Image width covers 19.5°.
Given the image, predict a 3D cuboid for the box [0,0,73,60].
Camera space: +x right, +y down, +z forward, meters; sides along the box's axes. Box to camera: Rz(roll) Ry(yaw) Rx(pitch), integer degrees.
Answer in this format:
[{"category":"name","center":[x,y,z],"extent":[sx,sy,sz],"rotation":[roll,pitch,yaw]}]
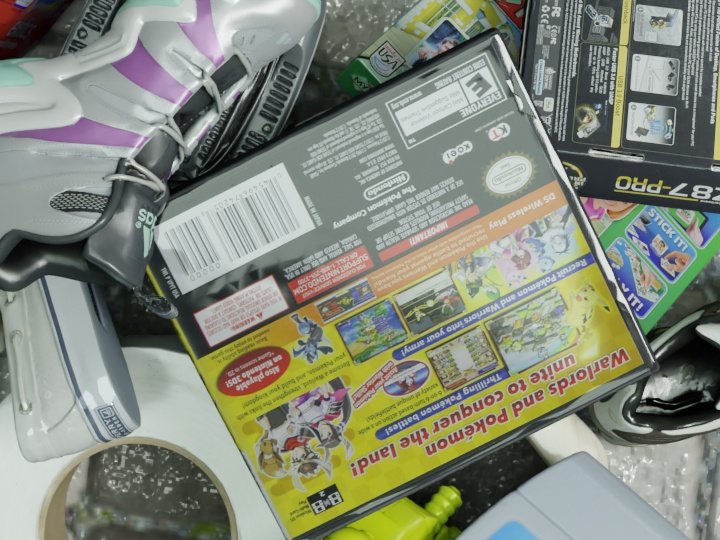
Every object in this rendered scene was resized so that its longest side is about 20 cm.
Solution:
[{"category":"box","center":[-0.187,-0.170,1.030],"extent":[0.095,0.200,0.100],"rotation":[43,94,-3]}]

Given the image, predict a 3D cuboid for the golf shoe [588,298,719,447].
[{"category":"golf shoe","center":[0.214,0.040,1.087],"extent":[0.199,0.094,0.078],"rotation":[-29,91,2]}]

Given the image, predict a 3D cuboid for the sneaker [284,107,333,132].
[{"category":"sneaker","center":[0.000,-0.001,1.092],"extent":[0.115,0.081,0.200],"rotation":[-18,71,13]}]

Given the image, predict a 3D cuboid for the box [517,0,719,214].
[{"category":"box","center":[0.161,-0.129,1.054],"extent":[0.160,0.049,0.201],"rotation":[6,64,3]}]

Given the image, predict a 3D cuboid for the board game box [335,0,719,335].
[{"category":"board game box","center":[0.098,-0.065,1.076],"extent":[0.200,0.029,0.135],"rotation":[47,55,-2]}]

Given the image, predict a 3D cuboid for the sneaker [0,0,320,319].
[{"category":"sneaker","center":[-0.095,-0.046,0.943],"extent":[0.199,0.078,0.140],"rotation":[-24,66,9]}]

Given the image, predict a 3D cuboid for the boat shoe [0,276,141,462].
[{"category":"boat shoe","center":[-0.177,0.016,1.068],"extent":[0.086,0.075,0.203],"rotation":[-24,56,2]}]

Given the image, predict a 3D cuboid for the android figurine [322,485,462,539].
[{"category":"android figurine","center":[-0.014,0.192,1.071],"extent":[0.041,0.182,0.200],"rotation":[33,62,25]}]

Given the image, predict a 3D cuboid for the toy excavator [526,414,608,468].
[{"category":"toy excavator","center":[0.117,0.157,1.108],"extent":[0.193,0.100,0.201],"rotation":[18,81,1]}]

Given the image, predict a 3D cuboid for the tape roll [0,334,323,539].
[{"category":"tape roll","center":[-0.114,0.137,1.114],"extent":[0.201,0.071,0.204],"rotation":[0,94,1]}]

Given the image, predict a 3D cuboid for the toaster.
[{"category":"toaster","center":[-0.087,-0.100,1.063],"extent":[0.113,0.129,0.201],"rotation":[26,90,-1]}]

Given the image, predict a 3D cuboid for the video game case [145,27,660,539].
[{"category":"video game case","center":[0.015,0.010,0.995],"extent":[0.199,0.026,0.181],"rotation":[-26,100,3]}]

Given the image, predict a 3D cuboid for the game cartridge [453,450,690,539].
[{"category":"game cartridge","center":[0.082,0.193,1.035],"extent":[0.133,0.041,0.200],"rotation":[39,79,17]}]
